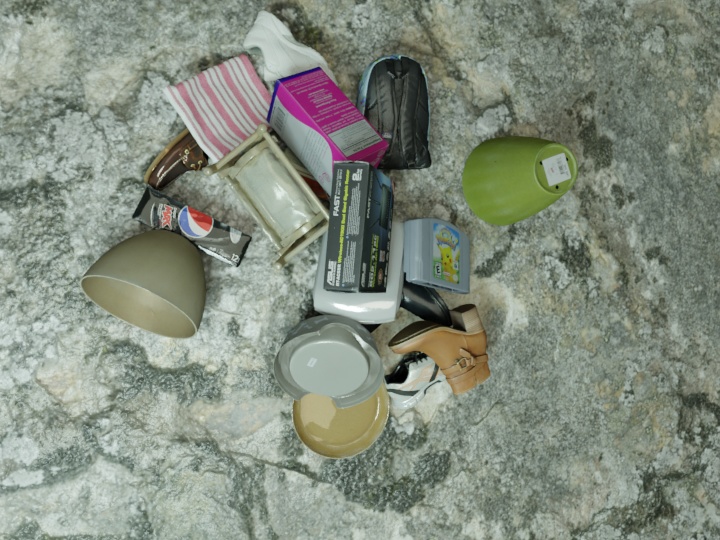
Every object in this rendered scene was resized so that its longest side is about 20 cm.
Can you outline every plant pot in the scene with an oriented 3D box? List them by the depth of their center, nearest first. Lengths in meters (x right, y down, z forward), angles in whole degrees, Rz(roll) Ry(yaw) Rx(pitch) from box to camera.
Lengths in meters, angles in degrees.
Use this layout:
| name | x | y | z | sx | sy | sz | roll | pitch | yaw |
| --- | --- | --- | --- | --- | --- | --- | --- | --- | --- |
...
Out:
| name | x | y | z | sx | sy | sz | roll | pitch | yaw |
| --- | --- | --- | --- | --- | --- | --- | --- | --- | --- |
| plant pot | -0.346 | 0.011 | 0.906 | 0.199 | 0.200 | 0.135 | 27 | 59 | -14 |
| plant pot | 0.328 | -0.188 | 1.050 | 0.186 | 0.200 | 0.189 | 0 | 92 | -14 |
| plant pot | -0.040 | 0.273 | 1.063 | 0.198 | 0.027 | 0.202 | -1 | 93 | -14 |

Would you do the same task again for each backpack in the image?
| name | x | y | z | sx | sy | sz | roll | pitch | yaw |
| --- | --- | --- | --- | --- | --- | --- | --- | --- | --- |
| backpack | 0.057 | -0.306 | 1.014 | 0.162 | 0.154 | 0.201 | -4 | 118 | -8 |

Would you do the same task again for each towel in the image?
| name | x | y | z | sx | sy | sz | roll | pitch | yaw |
| --- | --- | --- | --- | --- | --- | --- | --- | --- | --- |
| towel | -0.233 | -0.294 | 0.943 | 0.147 | 0.030 | 0.200 | 54 | 49 | -11 |

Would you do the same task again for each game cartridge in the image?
| name | x | y | z | sx | sy | sz | roll | pitch | yaw |
| --- | --- | --- | --- | --- | --- | --- | --- | --- | --- |
| game cartridge | 0.155 | -0.031 | 1.038 | 0.199 | 0.040 | 0.134 | 13 | 71 | -47 |

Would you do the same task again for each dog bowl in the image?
| name | x | y | z | sx | sy | sz | roll | pitch | yaw |
| --- | --- | --- | --- | --- | --- | --- | --- | --- | --- |
| dog bowl | -0.056 | 0.165 | 0.965 | 0.198 | 0.059 | 0.201 | 0 | 125 | 0 |

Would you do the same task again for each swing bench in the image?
| name | x | y | z | sx | sy | sz | roll | pitch | yaw |
| --- | --- | --- | --- | --- | --- | --- | --- | --- | --- |
| swing bench | -0.151 | -0.127 | 0.924 | 0.129 | 0.200 | 0.199 | -37 | 101 | -1 |

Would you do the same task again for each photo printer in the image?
| name | x | y | z | sx | sy | sz | roll | pitch | yaw |
| --- | --- | --- | --- | --- | --- | --- | --- | --- | --- |
| photo printer | 0.000 | 0.000 | 0.991 | 0.165 | 0.070 | 0.201 | 8 | 67 | 3 |

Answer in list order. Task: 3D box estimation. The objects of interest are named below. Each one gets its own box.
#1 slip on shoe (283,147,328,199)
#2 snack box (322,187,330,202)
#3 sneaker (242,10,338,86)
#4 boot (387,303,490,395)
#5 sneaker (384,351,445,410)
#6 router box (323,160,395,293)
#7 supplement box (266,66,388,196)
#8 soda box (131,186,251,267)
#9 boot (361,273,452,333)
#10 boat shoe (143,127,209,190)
| name | x | y | z | sx | sy | sz | roll | pitch | yaw |
| --- | --- | --- | --- | --- | --- | --- | --- | --- | --- |
| slip on shoe | -0.066 | -0.166 | 1.023 | 0.199 | 0.061 | 0.074 | 25 | 47 | -14 |
| snack box | -0.044 | -0.176 | 0.984 | 0.072 | 0.024 | 0.201 | -13 | 67 | -36 |
| sneaker | -0.133 | -0.383 | 0.996 | 0.200 | 0.078 | 0.100 | 38 | 90 | -4 |
| boot | 0.160 | 0.167 | 1.014 | 0.199 | 0.074 | 0.156 | -18 | 102 | -13 |
| sneaker | 0.133 | 0.192 | 1.071 | 0.200 | 0.074 | 0.080 | -42 | 120 | -10 |
| router box | 0.002 | -0.063 | 0.861 | 0.062 | 0.150 | 0.202 | 4 | 89 | 20 |
| supplement box | -0.061 | -0.243 | 0.935 | 0.103 | 0.101 | 0.200 | -31 | 77 | -33 |
| soda box | -0.300 | -0.075 | 0.959 | 0.199 | 0.071 | 0.064 | 26 | 85 | -14 |
| boot | 0.068 | 0.077 | 1.055 | 0.168 | 0.076 | 0.201 | -39 | 94 | -13 |
| boat shoe | -0.299 | -0.217 | 0.953 | 0.070 | 0.070 | 0.200 | 40 | 82 | -7 |
